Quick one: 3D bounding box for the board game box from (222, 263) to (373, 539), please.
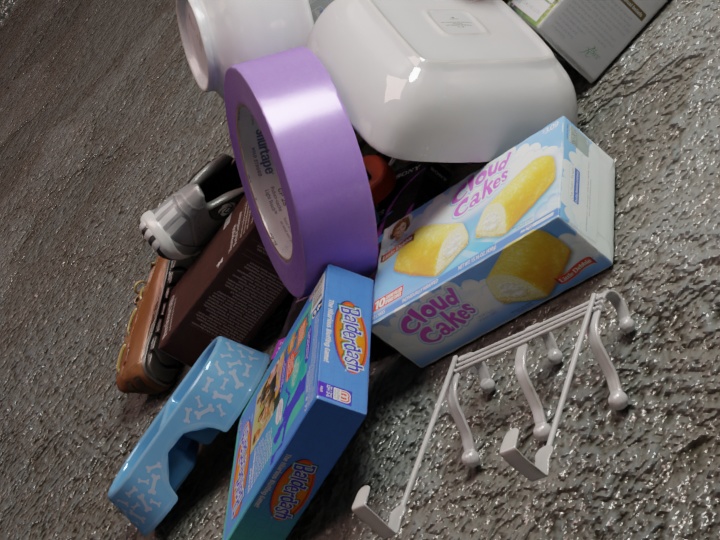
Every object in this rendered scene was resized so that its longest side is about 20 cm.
[{"bbox_3d":[-0.050,0.117,1.271,0.152,0.045,0.200,-86,21,-48],"label":"board game box"}]

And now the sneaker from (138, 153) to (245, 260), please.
[{"bbox_3d":[-0.126,-0.069,1.592,0.115,0.075,0.200,-42,-9,24],"label":"sneaker"}]

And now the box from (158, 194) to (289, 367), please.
[{"bbox_3d":[-0.108,-0.002,1.514,0.200,0.075,0.100,-52,19,29],"label":"box"}]

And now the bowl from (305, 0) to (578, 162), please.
[{"bbox_3d":[0.070,-0.173,1.311,0.200,0.200,0.075,-123,37,-46],"label":"bowl"}]

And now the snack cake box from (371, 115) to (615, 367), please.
[{"bbox_3d":[0.102,-0.020,1.248,0.200,0.067,0.115,-32,34,35],"label":"snack cake box"}]

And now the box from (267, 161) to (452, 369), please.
[{"bbox_3d":[0.000,0.000,1.423,0.143,0.036,0.200,-23,37,44],"label":"box"}]

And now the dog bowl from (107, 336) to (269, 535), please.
[{"bbox_3d":[-0.158,0.144,1.432,0.200,0.050,0.111,-54,9,9],"label":"dog bowl"}]

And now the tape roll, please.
[{"bbox_3d":[-0.052,-0.081,1.324,0.066,0.200,0.200,-18,24,-12],"label":"tape roll"}]

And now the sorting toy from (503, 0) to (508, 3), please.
[{"bbox_3d":[0.114,-0.244,1.509,0.199,0.070,0.200,-51,26,2],"label":"sorting toy"}]

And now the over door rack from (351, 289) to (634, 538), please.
[{"bbox_3d":[0.099,0.105,1.078,0.148,0.067,0.200,-29,14,39],"label":"over door rack"}]

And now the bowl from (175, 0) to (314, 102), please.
[{"bbox_3d":[-0.111,-0.219,1.448,0.090,0.201,0.201,-16,21,-16],"label":"bowl"}]

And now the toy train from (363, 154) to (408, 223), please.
[{"bbox_3d":[-0.009,-0.134,1.456,0.150,0.056,0.200,-38,46,8],"label":"toy train"}]

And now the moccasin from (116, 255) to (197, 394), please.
[{"bbox_3d":[-0.206,0.040,1.669,0.078,0.074,0.202,-13,55,41],"label":"moccasin"}]

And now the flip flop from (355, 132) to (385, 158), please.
[{"bbox_3d":[-0.044,-0.090,1.580,0.200,0.058,0.081,-44,27,14],"label":"flip flop"}]

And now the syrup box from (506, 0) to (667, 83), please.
[{"bbox_3d":[0.226,-0.266,1.345,0.200,0.081,0.079,-47,28,8],"label":"syrup box"}]

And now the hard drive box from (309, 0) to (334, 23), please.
[{"bbox_3d":[0.056,-0.290,1.409,0.200,0.077,0.156,-25,-1,44],"label":"hard drive box"}]
